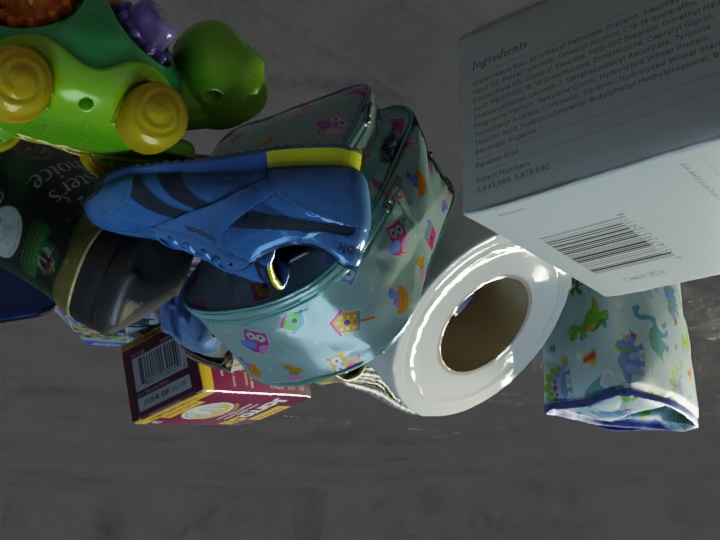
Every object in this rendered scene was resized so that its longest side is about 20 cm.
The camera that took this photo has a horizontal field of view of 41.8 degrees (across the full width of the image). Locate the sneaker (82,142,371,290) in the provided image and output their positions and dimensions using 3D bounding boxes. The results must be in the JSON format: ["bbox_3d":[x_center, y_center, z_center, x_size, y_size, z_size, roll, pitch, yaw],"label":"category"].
[{"bbox_3d":[-0.087,-0.027,0.572,0.197,0.080,0.066,-3,177,23],"label":"sneaker"}]

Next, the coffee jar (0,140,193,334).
[{"bbox_3d":[-0.221,-0.036,0.678,0.199,0.086,0.104,30,-158,11],"label":"coffee jar"}]

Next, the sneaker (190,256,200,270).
[{"bbox_3d":[-0.183,-0.025,0.863,0.197,0.080,0.096,3,162,-5],"label":"sneaker"}]

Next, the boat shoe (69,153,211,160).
[{"bbox_3d":[-0.185,-0.059,0.784,0.197,0.069,0.072,4,160,-7],"label":"boat shoe"}]

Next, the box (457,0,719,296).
[{"bbox_3d":[0.195,-0.087,0.597,0.198,0.133,0.198,-16,154,37],"label":"box"}]

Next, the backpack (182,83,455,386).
[{"bbox_3d":[-0.036,-0.024,0.678,0.174,0.202,0.154,-11,136,30],"label":"backpack"}]

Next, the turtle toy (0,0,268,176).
[{"bbox_3d":[-0.150,-0.117,0.569,0.198,0.103,0.145,9,173,-28],"label":"turtle toy"}]

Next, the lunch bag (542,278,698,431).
[{"bbox_3d":[0.276,0.070,0.970,0.198,0.172,0.127,14,156,-38],"label":"lunch bag"}]

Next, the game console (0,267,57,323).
[{"bbox_3d":[-0.317,0.022,0.941,0.198,0.120,0.170,-8,158,25],"label":"game console"}]

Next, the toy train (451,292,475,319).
[{"bbox_3d":[0.061,0.019,0.989,0.114,0.086,0.200,7,164,25],"label":"toy train"}]

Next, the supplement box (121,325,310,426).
[{"bbox_3d":[-0.179,0.128,1.183,0.130,0.104,0.199,-27,157,31],"label":"supplement box"}]

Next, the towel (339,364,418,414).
[{"bbox_3d":[-0.013,0.086,1.047,0.165,0.086,0.199,27,-179,41],"label":"towel"}]

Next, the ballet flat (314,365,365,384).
[{"bbox_3d":[-0.039,0.049,0.840,0.070,0.072,0.200,-4,151,15],"label":"ballet flat"}]

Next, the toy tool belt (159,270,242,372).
[{"bbox_3d":[-0.144,0.037,0.954,0.122,0.127,0.199,13,170,-33],"label":"toy tool belt"}]

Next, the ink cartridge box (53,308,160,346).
[{"bbox_3d":[-0.295,0.059,1.161,0.117,0.043,0.200,1,162,0],"label":"ink cartridge box"}]

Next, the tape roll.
[{"bbox_3d":[0.093,0.030,0.843,0.201,0.071,0.204,-21,133,-25],"label":"tape roll"}]
